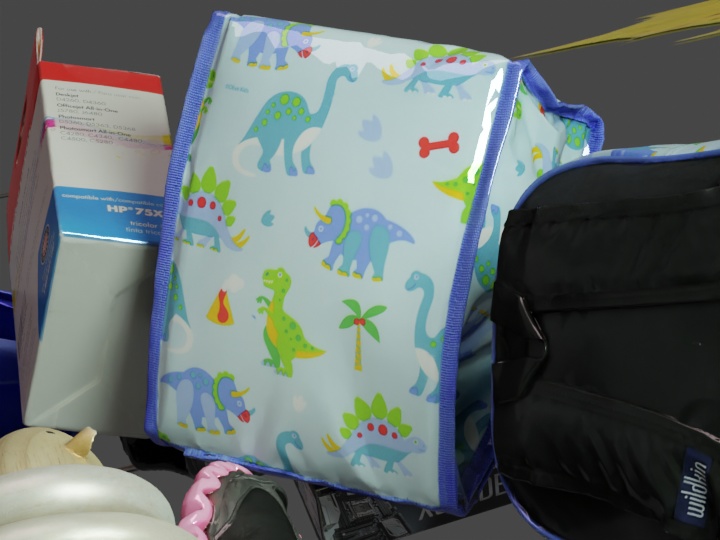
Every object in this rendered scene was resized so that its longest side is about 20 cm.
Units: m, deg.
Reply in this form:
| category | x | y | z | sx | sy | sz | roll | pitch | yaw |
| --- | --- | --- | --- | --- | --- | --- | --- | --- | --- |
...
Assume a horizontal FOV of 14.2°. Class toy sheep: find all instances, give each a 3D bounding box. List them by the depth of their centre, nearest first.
| category | x | y | z | sx | sy | sz | roll | pitch | yaw |
| --- | --- | --- | --- | --- | --- | --- | --- | --- | --- |
| toy sheep | -0.104 | 0.145 | 1.027 | 0.137 | 0.201 | 0.138 | -13 | -30 | -7 |

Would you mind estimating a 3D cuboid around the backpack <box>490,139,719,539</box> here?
| category | x | y | z | sx | sy | sz | roll | pitch | yaw |
| --- | --- | --- | --- | --- | --- | --- | --- | --- | --- |
| backpack | 0.154 | 0.041 | 1.152 | 0.146 | 0.184 | 0.199 | 5 | -1 | -41 |

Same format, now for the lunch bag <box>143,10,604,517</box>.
| category | x | y | z | sx | sy | sz | roll | pitch | yaw |
| --- | --- | --- | --- | --- | --- | --- | --- | --- | --- |
| lunch bag | 0.000 | 0.000 | 1.308 | 0.169 | 0.201 | 0.127 | 10 | -10 | 30 |

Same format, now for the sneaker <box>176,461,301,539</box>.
| category | x | y | z | sx | sy | sz | roll | pitch | yaw |
| --- | --- | --- | --- | --- | --- | --- | --- | --- | --- |
| sneaker | -0.039 | 0.139 | 1.217 | 0.095 | 0.080 | 0.200 | 9 | 15 | 3 |

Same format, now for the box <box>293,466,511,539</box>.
| category | x | y | z | sx | sy | sz | roll | pitch | yaw |
| --- | --- | --- | --- | --- | --- | --- | --- | --- | --- |
| box | 0.026 | 0.037 | 1.403 | 0.157 | 0.050 | 0.200 | -16 | 42 | -9 |

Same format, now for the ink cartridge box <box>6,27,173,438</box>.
| category | x | y | z | sx | sy | sz | roll | pitch | yaw |
| --- | --- | --- | --- | --- | --- | --- | --- | --- | --- |
| ink cartridge box | -0.134 | -0.023 | 1.440 | 0.067 | 0.117 | 0.200 | 6 | 33 | -14 |

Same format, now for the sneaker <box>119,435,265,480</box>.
| category | x | y | z | sx | sy | sz | roll | pitch | yaw |
| --- | --- | --- | --- | --- | --- | --- | --- | --- | --- |
| sneaker | -0.042 | 0.071 | 1.486 | 0.199 | 0.071 | 0.098 | -7 | 16 | 32 |

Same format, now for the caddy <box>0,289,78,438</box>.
| category | x | y | z | sx | sy | sz | roll | pitch | yaw |
| --- | --- | --- | --- | --- | --- | --- | --- | --- | --- |
| caddy | -0.226 | 0.072 | 1.453 | 0.199 | 0.105 | 0.142 | -4 | 40 | -15 |
